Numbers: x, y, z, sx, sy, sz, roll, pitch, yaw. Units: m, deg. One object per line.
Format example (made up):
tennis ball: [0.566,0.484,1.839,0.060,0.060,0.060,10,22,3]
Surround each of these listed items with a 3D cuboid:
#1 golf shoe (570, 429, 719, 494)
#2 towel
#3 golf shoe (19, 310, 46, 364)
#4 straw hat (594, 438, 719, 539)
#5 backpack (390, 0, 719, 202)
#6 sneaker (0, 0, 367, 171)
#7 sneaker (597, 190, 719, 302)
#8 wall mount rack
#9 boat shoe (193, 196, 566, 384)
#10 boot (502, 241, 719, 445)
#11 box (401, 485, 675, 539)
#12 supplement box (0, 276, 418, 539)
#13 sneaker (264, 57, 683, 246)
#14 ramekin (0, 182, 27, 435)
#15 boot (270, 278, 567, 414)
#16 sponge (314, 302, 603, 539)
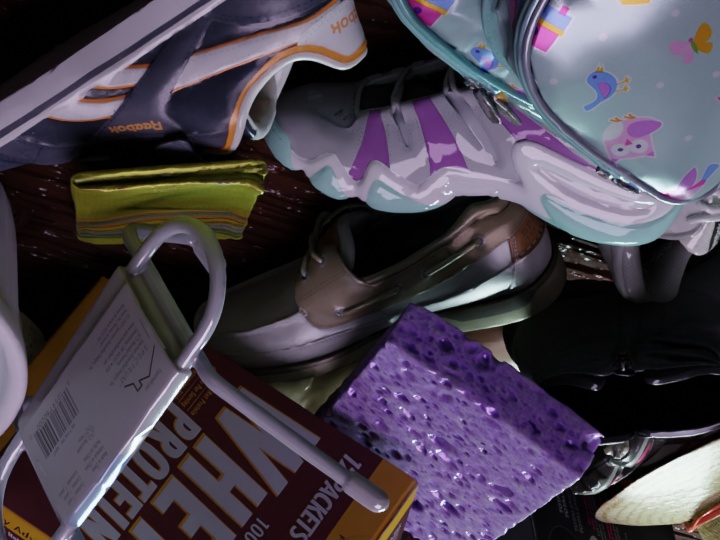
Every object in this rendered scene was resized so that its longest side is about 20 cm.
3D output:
golf shoe: [0.191,0.058,1.347,0.088,0.078,0.200,-3,156,-47]
towel: [-0.089,-0.029,1.090,0.085,0.018,0.200,-6,176,-6]
golf shoe: [-0.251,0.069,1.237,0.199,0.076,0.092,-18,150,15]
straw hat: [0.243,0.149,1.414,0.200,0.086,0.201,-19,164,-6]
backpack: [0.096,-0.136,0.912,0.199,0.154,0.176,30,113,-26]
sneaker: [-0.088,-0.077,1.024,0.199,0.079,0.080,-27,106,25]
sneaker: [0.170,-0.059,1.136,0.075,0.081,0.200,7,143,-21]
wall mount rack: [-0.083,0.080,1.072,0.074,0.174,0.200,8,128,-44]
boat shoe: [0.000,0.000,1.202,0.199,0.075,0.069,-16,126,16]
boot: [0.175,0.041,1.194,0.199,0.132,0.070,-15,110,-3]
box: [0.114,0.195,1.474,0.106,0.123,0.200,-27,143,25]
supplement box: [-0.096,0.147,1.240,0.197,0.133,0.200,32,152,10]
sneaker: [0.059,-0.095,1.072,0.198,0.078,0.141,7,126,-3]
ramekin: [-0.251,0.008,1.098,0.199,0.098,0.201,-1,143,0]
boot: [0.024,0.076,1.322,0.198,0.067,0.176,-11,148,0]
sponge: [0.038,0.086,1.183,0.111,0.030,0.200,35,156,-1]
